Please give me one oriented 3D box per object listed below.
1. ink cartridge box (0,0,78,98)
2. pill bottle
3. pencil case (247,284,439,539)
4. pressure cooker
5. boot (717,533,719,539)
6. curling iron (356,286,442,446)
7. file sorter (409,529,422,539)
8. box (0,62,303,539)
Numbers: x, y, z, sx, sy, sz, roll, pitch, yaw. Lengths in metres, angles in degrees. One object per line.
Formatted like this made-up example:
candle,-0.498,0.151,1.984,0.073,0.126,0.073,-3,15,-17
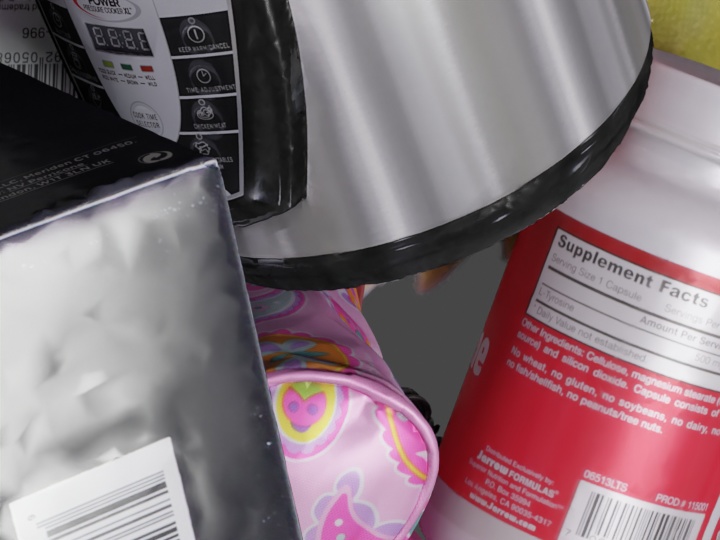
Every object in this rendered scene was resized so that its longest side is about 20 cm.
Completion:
ink cartridge box,-0.158,-0.029,0.949,0.146,0.083,0.202,-3,104,-28
pill bottle,0.104,0.024,1.060,0.112,0.112,0.201,15,101,-30
pencil case,-0.030,0.039,0.966,0.087,0.200,0.088,-3,110,-9
pressure cooker,-0.017,-0.118,0.849,0.175,0.179,0.201,-20,122,1
boot,0.114,0.156,1.153,0.200,0.073,0.090,-42,125,4
curling iron,0.000,0.000,1.075,0.049,0.026,0.201,-16,111,-21
file sorter,-0.004,0.174,1.012,0.125,0.200,0.139,-38,119,3
box,-0.112,0.054,0.831,0.123,0.198,0.201,-21,114,-24
